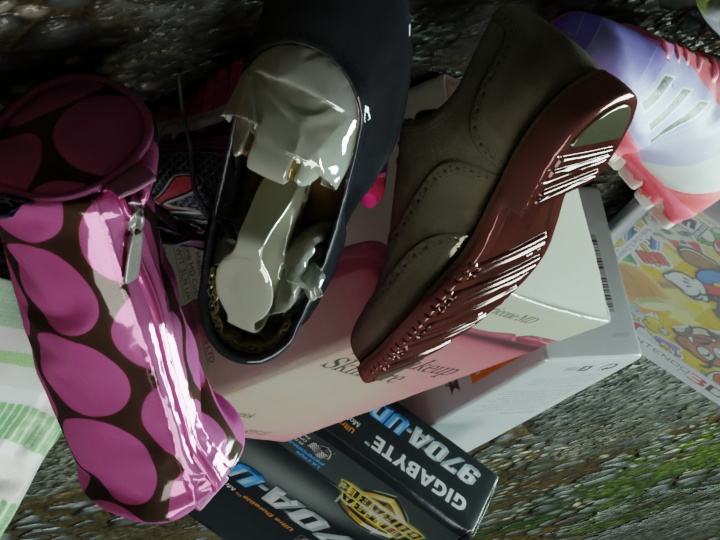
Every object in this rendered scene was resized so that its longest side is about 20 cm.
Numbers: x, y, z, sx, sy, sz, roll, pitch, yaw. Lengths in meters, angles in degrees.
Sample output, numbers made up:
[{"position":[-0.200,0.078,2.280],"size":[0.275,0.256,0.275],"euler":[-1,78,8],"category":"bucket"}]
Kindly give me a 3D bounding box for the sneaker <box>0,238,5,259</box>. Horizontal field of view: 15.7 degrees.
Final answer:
[{"position":[-0.237,0.010,1.209],"size":[0.199,0.078,0.085],"euler":[2,169,-24],"category":"sneaker"}]

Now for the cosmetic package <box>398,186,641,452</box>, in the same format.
[{"position":[0.060,0.036,1.455],"size":[0.071,0.102,0.200],"euler":[-1,159,-35],"category":"cosmetic package"}]

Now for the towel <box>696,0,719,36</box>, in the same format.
[{"position":[0.262,-0.131,1.161],"size":[0.199,0.048,0.171],"euler":[-19,160,18],"category":"towel"}]

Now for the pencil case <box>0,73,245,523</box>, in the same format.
[{"position":[-0.103,0.019,1.117],"size":[0.091,0.093,0.201],"euler":[-46,140,-31],"category":"pencil case"}]

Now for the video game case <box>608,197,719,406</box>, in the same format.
[{"position":[0.213,0.026,1.470],"size":[0.182,0.023,0.200],"euler":[33,157,-2],"category":"video game case"}]

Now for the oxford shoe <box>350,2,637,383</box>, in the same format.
[{"position":[0.043,-0.031,1.119],"size":[0.070,0.075,0.200],"euler":[-21,154,-49],"category":"oxford shoe"}]

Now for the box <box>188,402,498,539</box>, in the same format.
[{"position":[-0.044,0.103,1.463],"size":[0.200,0.046,0.159],"euler":[36,143,-11],"category":"box"}]

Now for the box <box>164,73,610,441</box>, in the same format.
[{"position":[0.000,0.000,1.271],"size":[0.199,0.110,0.128],"euler":[-21,162,27],"category":"box"}]

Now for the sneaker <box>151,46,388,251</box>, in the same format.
[{"position":[-0.071,-0.036,1.156],"size":[0.080,0.075,0.200],"euler":[4,157,-45],"category":"sneaker"}]

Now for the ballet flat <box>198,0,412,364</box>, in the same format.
[{"position":[-0.027,-0.040,1.047],"size":[0.073,0.073,0.201],"euler":[-5,134,-26],"category":"ballet flat"}]

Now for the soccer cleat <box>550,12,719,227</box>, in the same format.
[{"position":[0.135,-0.081,1.183],"size":[0.076,0.067,0.200],"euler":[-42,153,4],"category":"soccer cleat"}]

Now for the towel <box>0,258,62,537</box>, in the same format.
[{"position":[-0.198,0.077,1.185],"size":[0.152,0.023,0.200],"euler":[10,123,-46],"category":"towel"}]
